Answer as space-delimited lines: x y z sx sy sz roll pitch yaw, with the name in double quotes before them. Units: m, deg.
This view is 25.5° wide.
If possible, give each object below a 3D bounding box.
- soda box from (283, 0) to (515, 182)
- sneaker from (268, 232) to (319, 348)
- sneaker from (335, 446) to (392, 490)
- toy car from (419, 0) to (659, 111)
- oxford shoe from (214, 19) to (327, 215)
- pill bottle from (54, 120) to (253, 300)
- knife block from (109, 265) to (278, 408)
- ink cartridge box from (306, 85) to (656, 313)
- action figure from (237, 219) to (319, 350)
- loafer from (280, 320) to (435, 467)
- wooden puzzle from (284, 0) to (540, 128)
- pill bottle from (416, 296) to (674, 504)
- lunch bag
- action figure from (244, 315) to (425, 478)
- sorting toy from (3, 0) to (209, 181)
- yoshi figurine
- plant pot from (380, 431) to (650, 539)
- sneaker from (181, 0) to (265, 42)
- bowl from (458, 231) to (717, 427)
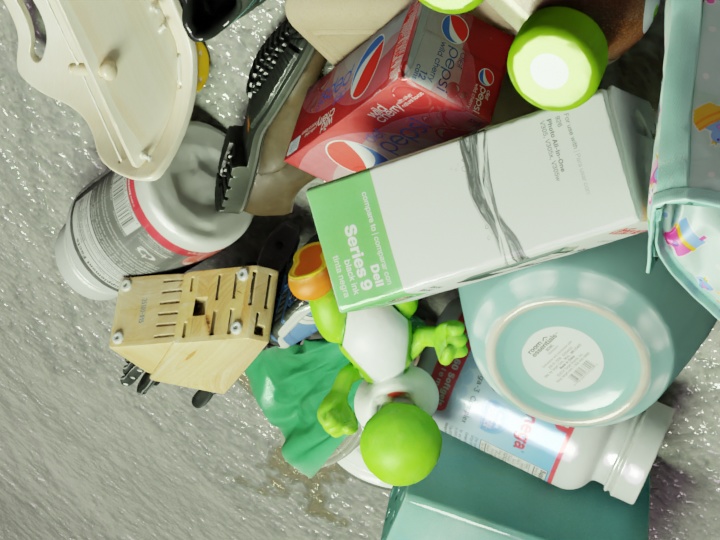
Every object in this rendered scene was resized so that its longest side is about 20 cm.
"soda box" 0.022 -0.110 1.054 0.070 0.064 0.200 25 160 -17
"sneaker" 0.000 0.000 1.253 0.077 0.076 0.200 33 119 -25
"sneaker" 0.066 0.144 1.426 0.199 0.076 0.116 16 132 10
"toy car" 0.143 -0.221 0.887 0.158 0.165 0.200 40 131 -10
"oxford shoe" -0.049 -0.119 1.221 0.084 0.073 0.201 9 140 -15
"pill bottle" -0.183 -0.042 1.355 0.111 0.111 0.199 44 142 -15
"knife block" -0.125 0.064 1.363 0.198 0.065 0.175 -6 155 27
"ink cartridge box" 0.088 -0.042 1.004 0.198 0.146 0.085 -17 86 21
"action figure" -0.064 0.033 1.393 0.129 0.070 0.200 26 147 -2
"loafer" 0.002 0.110 1.395 0.072 0.063 0.200 58 133 18
"wooden puzzle" 0.069 -0.138 1.087 0.183 0.038 0.200 5 156 32
"pill bottle" 0.145 0.107 1.280 0.198 0.109 0.109 24 143 11
"lunch bag" 0.233 -0.066 0.924 0.199 0.172 0.121 30 150 -35
"action figure" -0.012 0.084 1.308 0.119 0.055 0.200 55 137 0
"sorting toy" -0.228 -0.191 1.243 0.179 0.107 0.201 15 141 35
"yoshi figurine" 0.018 0.075 1.170 0.112 0.112 0.202 3 123 40
"plant pot" 0.124 0.216 1.335 0.198 0.142 0.142 19 128 -2
"sneaker" -0.070 -0.229 1.089 0.075 0.080 0.200 34 142 -1
"bowl" 0.155 0.033 1.132 0.199 0.105 0.202 9 129 11
